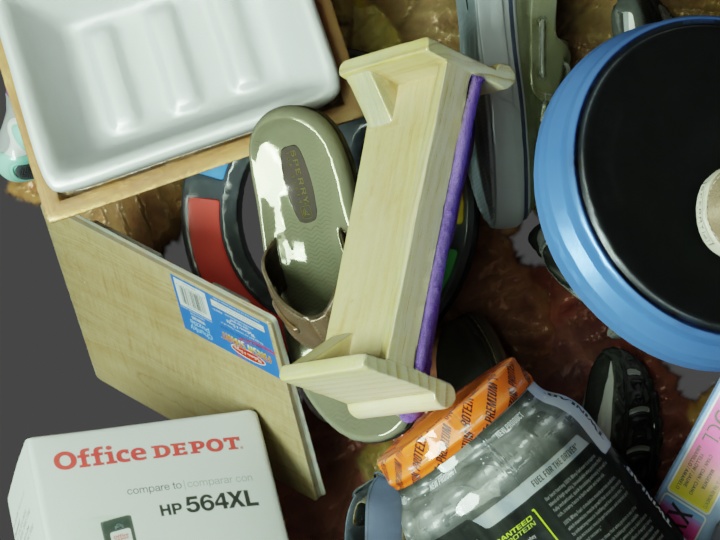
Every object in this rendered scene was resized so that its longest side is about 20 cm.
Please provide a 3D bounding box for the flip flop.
[{"bbox_3d":[-0.022,0.004,1.517,0.081,0.058,0.200,-13,95,25],"label":"flip flop"}]

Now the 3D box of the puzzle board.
[{"bbox_3d":[-0.106,0.045,1.617,0.200,0.017,0.151,26,143,36],"label":"puzzle board"}]

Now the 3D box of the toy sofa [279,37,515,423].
[{"bbox_3d":[0.032,-0.019,1.469,0.083,0.098,0.200,-12,62,53],"label":"toy sofa"}]

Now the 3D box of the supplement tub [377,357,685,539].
[{"bbox_3d":[0.107,0.154,1.452,0.122,0.123,0.200,-37,91,21],"label":"supplement tub"}]

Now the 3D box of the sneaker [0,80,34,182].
[{"bbox_3d":[-0.209,-0.167,1.708,0.140,0.078,0.200,33,94,23],"label":"sneaker"}]

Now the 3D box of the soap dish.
[{"bbox_3d":[-0.111,-0.128,1.593,0.200,0.081,0.158,-19,77,1],"label":"soap dish"}]

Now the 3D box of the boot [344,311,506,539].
[{"bbox_3d":[0.038,0.113,1.551,0.075,0.097,0.200,126,145,-58],"label":"boot"}]

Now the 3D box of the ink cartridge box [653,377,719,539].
[{"bbox_3d":[0.274,0.141,1.482,0.200,0.076,0.137,31,103,20],"label":"ink cartridge box"}]

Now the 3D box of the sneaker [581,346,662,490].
[{"bbox_3d":[0.123,0.141,1.554,0.079,0.074,0.200,16,97,29],"label":"sneaker"}]

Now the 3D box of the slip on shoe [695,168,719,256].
[{"bbox_3d":[0.280,-0.038,1.425,0.200,0.061,0.076,0,83,-18],"label":"slip on shoe"}]

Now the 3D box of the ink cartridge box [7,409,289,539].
[{"bbox_3d":[-0.114,0.191,1.549,0.084,0.146,0.200,113,146,-56],"label":"ink cartridge box"}]

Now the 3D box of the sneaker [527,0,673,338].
[{"bbox_3d":[0.143,-0.054,1.542,0.115,0.075,0.200,-15,84,28],"label":"sneaker"}]

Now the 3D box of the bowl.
[{"bbox_3d":[0.194,-0.046,1.459,0.201,0.200,0.039,69,157,9],"label":"bowl"}]

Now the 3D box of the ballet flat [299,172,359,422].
[{"bbox_3d":[0.000,0.000,1.573,0.069,0.069,0.200,25,104,23],"label":"ballet flat"}]

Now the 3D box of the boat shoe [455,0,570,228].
[{"bbox_3d":[0.093,-0.125,1.563,0.062,0.072,0.200,-3,89,-11],"label":"boat shoe"}]

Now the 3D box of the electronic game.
[{"bbox_3d":[-0.020,-0.037,1.634,0.200,0.042,0.200,0,91,24],"label":"electronic game"}]
